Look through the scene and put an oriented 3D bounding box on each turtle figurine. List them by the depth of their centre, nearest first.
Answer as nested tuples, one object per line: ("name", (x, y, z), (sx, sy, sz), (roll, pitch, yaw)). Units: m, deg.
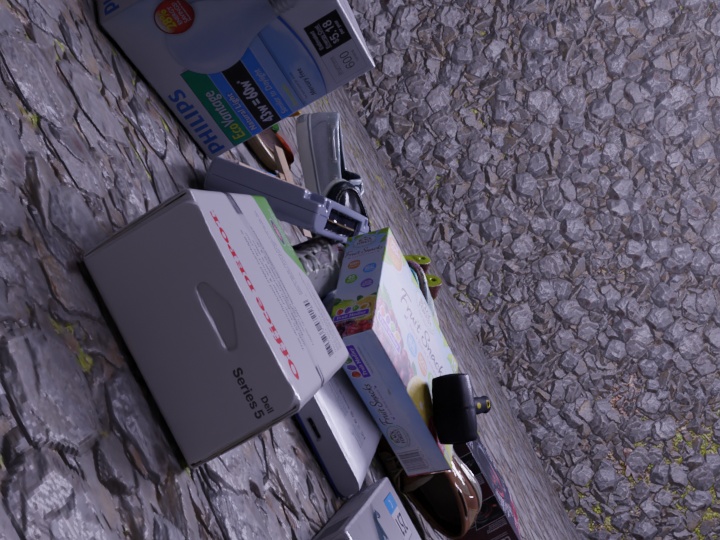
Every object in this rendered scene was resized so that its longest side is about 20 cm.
("turtle figurine", (0.061, 0.074, 1.217), (0.201, 0.063, 0.164), (-85, -171, -62))

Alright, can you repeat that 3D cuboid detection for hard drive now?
("hard drive", (-0.019, 0.107, 0.916), (0.134, 0.025, 0.200), (63, 17, -9))

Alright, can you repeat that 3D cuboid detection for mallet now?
("mallet", (0.109, 0.130, 0.996), (0.200, 0.040, 0.067), (-4, 85, -74))

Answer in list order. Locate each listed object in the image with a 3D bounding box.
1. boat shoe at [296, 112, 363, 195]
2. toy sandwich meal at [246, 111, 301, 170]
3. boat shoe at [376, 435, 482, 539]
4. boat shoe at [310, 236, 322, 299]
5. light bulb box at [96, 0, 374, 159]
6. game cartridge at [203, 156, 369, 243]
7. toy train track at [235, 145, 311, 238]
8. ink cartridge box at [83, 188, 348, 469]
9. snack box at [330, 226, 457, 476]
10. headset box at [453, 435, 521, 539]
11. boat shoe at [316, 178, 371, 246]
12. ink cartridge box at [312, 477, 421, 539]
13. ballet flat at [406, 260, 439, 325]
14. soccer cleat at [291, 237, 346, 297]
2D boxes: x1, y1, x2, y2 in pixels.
("boat shoe", (-0.033, -0.113, 1.295), (0.070, 0.070, 0.204), (-79, 159, -63))
("toy sandwich meal", (-0.127, -0.226, 1.265), (0.207, 0.069, 0.206), (60, 9, -15))
("boat shoe", (0.062, 0.203, 1.044), (0.201, 0.075, 0.072), (49, 25, -8))
("boat shoe", (-0.014, 0.024, 1.163), (0.072, 0.069, 0.201), (62, 5, 30))
("light bulb box", (-0.122, -0.251, 0.942), (0.199, 0.198, 0.126), (52, 14, -47))
("game cartridge", (-0.073, -0.067, 0.957), (0.131, 0.041, 0.200), (25, 3, 14))
("toy train track", (-0.106, -0.091, 1.121), (0.117, 0.032, 0.200), (71, 16, 10))
("ink cartridge box", (-0.087, 0.029, 0.661), (0.147, 0.083, 0.200), (62, 8, 1))
("snack box", (0.038, 0.082, 0.953), (0.144, 0.052, 0.202), (-81, 150, -49))
("headset box", (0.139, 0.277, 1.271), (0.202, 0.074, 0.149), (61, 9, -9))
("boat shoe", (-0.002, 0.001, 1.077), (0.066, 0.074, 0.204), (13, -72, 49))
("ink cartridge box", (0.031, 0.267, 0.759), (0.178, 0.044, 0.200), (62, 9, 6))
("ballet flat", (0.059, 0.087, 1.122), (0.070, 0.068, 0.204), (-4, 102, -44))
("soccer cleat", (-0.056, -0.002, 0.933), (0.071, 0.085, 0.200), (62, 9, -1))
